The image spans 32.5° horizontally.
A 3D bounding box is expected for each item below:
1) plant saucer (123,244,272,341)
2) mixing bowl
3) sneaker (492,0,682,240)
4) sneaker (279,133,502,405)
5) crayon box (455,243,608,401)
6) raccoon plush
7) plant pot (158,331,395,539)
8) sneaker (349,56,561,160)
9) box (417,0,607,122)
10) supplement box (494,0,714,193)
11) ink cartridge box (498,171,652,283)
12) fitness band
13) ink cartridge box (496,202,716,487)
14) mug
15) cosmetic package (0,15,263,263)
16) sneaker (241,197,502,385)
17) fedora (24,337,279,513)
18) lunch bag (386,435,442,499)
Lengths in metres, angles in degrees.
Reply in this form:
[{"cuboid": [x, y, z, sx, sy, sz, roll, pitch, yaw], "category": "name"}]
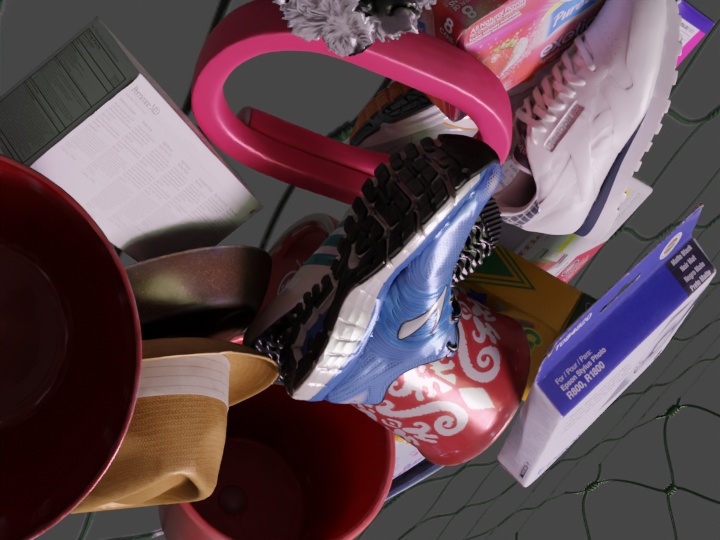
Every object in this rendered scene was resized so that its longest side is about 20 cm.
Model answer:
[{"cuboid": [-0.146, 0.041, 0.809, 0.198, 0.035, 0.200, -22, 167, -5], "category": "plant saucer"}, {"cuboid": [-0.207, 0.038, 0.629, 0.200, 0.201, 0.108, -40, -175, -3], "category": "mixing bowl"}, {"cuboid": [0.145, -0.105, 0.799, 0.079, 0.077, 0.202, 9, 126, -7], "category": "sneaker"}, {"cuboid": [0.030, 0.005, 0.760, 0.088, 0.079, 0.201, 18, 121, -28], "category": "sneaker"}, {"cuboid": [0.111, 0.034, 1.078, 0.052, 0.199, 0.126, -53, 166, -32], "category": "crayon box"}, {"cuboid": [-0.026, -0.205, 0.627, 0.096, 0.135, 0.199, -36, 130, 29], "category": "raccoon plush"}, {"cuboid": [-0.090, 0.175, 1.058, 0.199, 0.201, 0.178, -27, 164, -31], "category": "plant pot"}, {"cuboid": [0.091, -0.104, 0.869, 0.198, 0.076, 0.093, -21, 117, 10], "category": "sneaker"}, {"cuboid": [0.107, -0.199, 0.785, 0.199, 0.100, 0.096, -33, 157, -18], "category": "box"}, {"cuboid": [0.159, -0.150, 0.954, 0.201, 0.103, 0.101, -51, 157, 19], "category": "supplement box"}, {"cuboid": [0.178, -0.063, 1.167, 0.145, 0.084, 0.199, -48, 157, 16], "category": "ink cartridge box"}, {"cuboid": [-0.004, -0.097, 0.744, 0.198, 0.038, 0.144, 18, 147, -22], "category": "fitness band"}, {"cuboid": [0.202, 0.065, 0.994, 0.199, 0.041, 0.201, -39, 159, -24], "category": "ink cartridge box"}, {"cuboid": [0.006, 0.052, 0.978, 0.199, 0.177, 0.135, 32, 69, -30], "category": "mug"}, {"cuboid": [-0.129, -0.061, 0.714, 0.082, 0.051, 0.200, -37, 158, 0], "category": "cosmetic package"}, {"cuboid": [0.000, -0.001, 0.848, 0.199, 0.094, 0.071, -38, 120, 1], "category": "sneaker"}, {"cuboid": [-0.138, 0.105, 0.768, 0.198, 0.083, 0.201, -10, 162, -3], "category": "fedora"}, {"cuboid": [0.013, 0.171, 1.279, 0.168, 0.128, 0.201, -25, 160, -29], "category": "lunch bag"}]
